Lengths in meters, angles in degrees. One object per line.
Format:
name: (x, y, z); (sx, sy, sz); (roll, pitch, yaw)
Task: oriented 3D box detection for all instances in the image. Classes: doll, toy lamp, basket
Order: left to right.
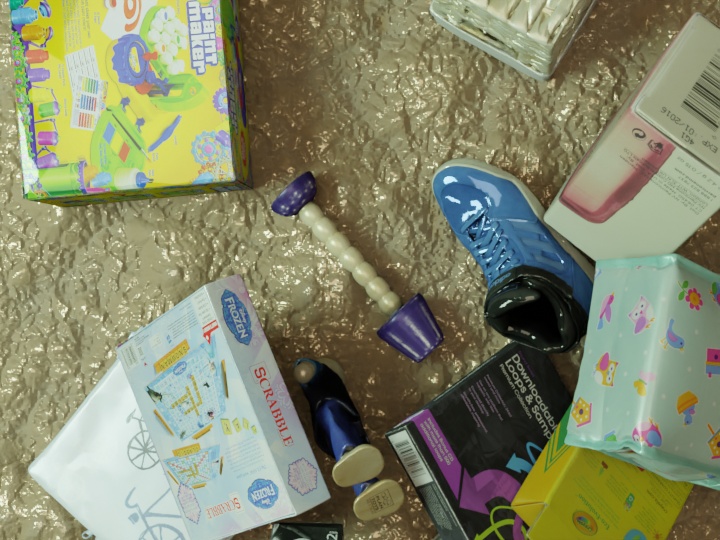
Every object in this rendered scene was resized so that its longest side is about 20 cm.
doll: (-0.017, 0.138, 1.152); (0.048, 0.200, 0.137); (-29, 118, -1)
toy lamp: (0.000, 0.000, 1.222); (0.058, 0.058, 0.200); (-41, 85, 2)
basket: (0.163, -0.292, 1.179); (0.135, 0.123, 0.201); (30, 92, 4)

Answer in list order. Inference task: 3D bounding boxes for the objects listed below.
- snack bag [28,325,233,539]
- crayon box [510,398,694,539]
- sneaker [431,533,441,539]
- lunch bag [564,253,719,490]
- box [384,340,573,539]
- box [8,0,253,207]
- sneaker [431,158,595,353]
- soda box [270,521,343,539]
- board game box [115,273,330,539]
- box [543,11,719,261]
snack bag: (-0.193, 0.185, 1.249); (0.199, 0.021, 0.189); (39, 91, 6)
crayon box: (0.213, 0.192, 1.148); (0.127, 0.051, 0.200); (48, 58, -15)
sneaker: (0.080, 0.277, 1.205); (0.074, 0.079, 0.201); (34, 93, 1)
lunch bag: (0.287, 0.093, 1.112); (0.198, 0.122, 0.172); (20, 77, -28)
box: (0.124, 0.157, 1.159); (0.036, 0.199, 0.144); (-28, 92, 46)
box: (-0.205, -0.168, 1.200); (0.190, 0.122, 0.203); (-4, 89, 3)
sneaker: (0.130, -0.010, 1.180); (0.200, 0.111, 0.077); (46, 127, -1)
soda box: (-0.046, 0.307, 1.158); (0.062, 0.071, 0.201); (2, 134, 4)
board game box: (-0.125, 0.128, 1.147); (0.041, 0.199, 0.202); (-19, 84, -36)
box: (0.258, -0.097, 1.119); (0.108, 0.200, 0.128); (36, 63, 3)
